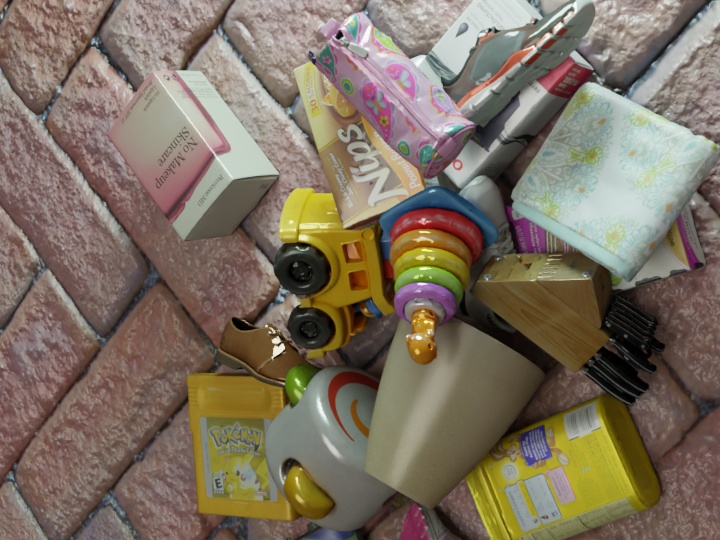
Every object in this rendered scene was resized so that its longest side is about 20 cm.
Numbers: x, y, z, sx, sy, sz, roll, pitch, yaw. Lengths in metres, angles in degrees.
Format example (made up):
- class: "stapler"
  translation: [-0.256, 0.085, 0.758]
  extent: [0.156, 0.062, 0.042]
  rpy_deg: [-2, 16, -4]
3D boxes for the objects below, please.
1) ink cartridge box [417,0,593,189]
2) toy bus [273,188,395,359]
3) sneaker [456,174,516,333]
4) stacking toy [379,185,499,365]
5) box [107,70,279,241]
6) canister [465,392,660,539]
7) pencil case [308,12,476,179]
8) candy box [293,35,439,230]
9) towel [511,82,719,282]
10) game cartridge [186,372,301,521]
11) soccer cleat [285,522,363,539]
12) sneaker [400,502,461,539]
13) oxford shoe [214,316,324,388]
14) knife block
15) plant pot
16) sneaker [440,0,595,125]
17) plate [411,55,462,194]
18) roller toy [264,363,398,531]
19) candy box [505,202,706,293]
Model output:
- class: "ink cartridge box"
  translation: [0.148, -0.212, 1.560]
  extent: [0.145, 0.084, 0.200]
  rpy_deg: [48, 110, 16]
- class: "toy bus"
  translation: [0.000, 0.000, 1.677]
  extent: [0.190, 0.136, 0.202]
  rpy_deg: [-3, 120, 10]
- class: "sneaker"
  translation: [0.156, -0.019, 1.573]
  extent: [0.080, 0.076, 0.202]
  rpy_deg: [33, 142, 42]
- class: "stacking toy"
  translation: [0.076, 0.020, 1.466]
  extent: [0.109, 0.116, 0.202]
  rpy_deg: [-29, 39, 40]
- class: "box"
  translation: [-0.229, -0.157, 1.816]
  extent: [0.128, 0.109, 0.201]
  rpy_deg: [-47, 71, 28]
- class: "canister"
  translation: [0.237, 0.244, 1.577]
  extent: [0.199, 0.086, 0.150]
  rpy_deg: [-28, 81, 31]
- class: "pencil case"
  translation: [0.035, -0.195, 1.468]
  extent: [0.200, 0.087, 0.088]
  rpy_deg: [48, 118, 11]
- class: "candy box"
  translation: [0.008, -0.161, 1.553]
  extent: [0.114, 0.055, 0.202]
  rpy_deg: [-21, 83, 24]
- class: "towel"
  translation: [0.270, -0.101, 1.453]
  extent: [0.200, 0.048, 0.172]
  rpy_deg: [38, 97, 44]
- class: "game cartridge"
  translation: [-0.166, 0.246, 1.873]
  extent: [0.175, 0.032, 0.203]
  rpy_deg: [-3, 96, 33]
- class: "soccer cleat"
  translation: [-0.074, 0.398, 1.813]
  extent: [0.200, 0.064, 0.084]
  rpy_deg: [-37, 78, 31]
- class: "sneaker"
  translation: [0.117, 0.380, 1.680]
  extent: [0.082, 0.087, 0.201]
  rpy_deg: [-60, 43, 37]
- class: "oxford shoe"
  translation: [-0.114, 0.114, 1.801]
  extent: [0.198, 0.071, 0.072]
  rpy_deg: [19, 101, 31]
- class: "knife block"
  translation: [0.238, 0.069, 1.507]
  extent: [0.198, 0.064, 0.177]
  rpy_deg: [-2, 118, 26]
- class: "plant pot"
  translation: [0.089, 0.167, 1.560]
  extent: [0.186, 0.187, 0.201]
  rpy_deg: [26, 82, 28]
- class: "sneaker"
  translation: [0.164, -0.246, 1.466]
  extent: [0.199, 0.077, 0.082]
  rpy_deg: [-38, 70, 20]
- class: "plate"
  translation: [0.027, -0.147, 1.696]
  extent: [0.198, 0.032, 0.202]
  rpy_deg: [-18, 87, 33]
- class: "roller toy"
  translation: [-0.024, 0.230, 1.685]
  extent: [0.140, 0.181, 0.201]
  rpy_deg: [-47, 40, 30]
- class: "candy box"
  translation: [0.278, -0.041, 1.527]
  extent: [0.199, 0.061, 0.138]
  rpy_deg: [-20, 85, 33]
